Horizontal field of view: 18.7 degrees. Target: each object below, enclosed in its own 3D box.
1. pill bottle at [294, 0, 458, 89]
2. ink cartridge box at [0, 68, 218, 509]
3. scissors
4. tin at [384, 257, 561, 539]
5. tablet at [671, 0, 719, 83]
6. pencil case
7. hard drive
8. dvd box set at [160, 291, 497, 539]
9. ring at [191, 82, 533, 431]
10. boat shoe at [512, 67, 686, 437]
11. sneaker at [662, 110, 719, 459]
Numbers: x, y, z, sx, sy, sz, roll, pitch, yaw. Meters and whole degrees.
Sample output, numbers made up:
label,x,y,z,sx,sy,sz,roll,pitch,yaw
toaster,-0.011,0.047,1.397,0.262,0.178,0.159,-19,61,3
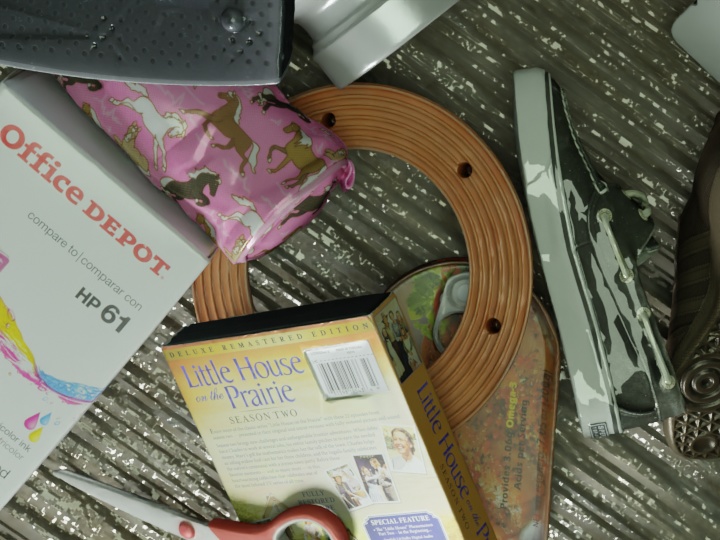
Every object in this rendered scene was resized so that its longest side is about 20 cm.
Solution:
label,x,y,z,sx,sy,sz,roll,pitch,yaw
pill bottle,-0.034,-0.201,1.125,0.116,0.116,0.200,-36,96,6
ink cartridge box,-0.187,0.010,1.170,0.144,0.085,0.200,40,102,-4
scissors,-0.083,0.151,1.197,0.199,0.014,0.073,5,122,29
tin,0.050,0.092,1.207,0.112,0.042,0.201,4,98,-3
tablet,0.274,-0.099,1.140,0.200,0.014,0.130,44,123,-4
pencil case,-0.093,-0.095,1.143,0.200,0.083,0.087,48,119,7
hard drive,-0.121,-0.163,1.073,0.199,0.042,0.135,7,102,20
dvd box set,-0.009,0.112,1.156,0.146,0.029,0.201,-11,111,37
ring,0.000,0.000,1.172,0.200,0.019,0.201,2,94,23
boat shoe,0.126,-0.014,1.162,0.063,0.071,0.201,-14,87,5
sneaker,0.202,0.006,1.180,0.070,0.076,0.201,4,121,-10
